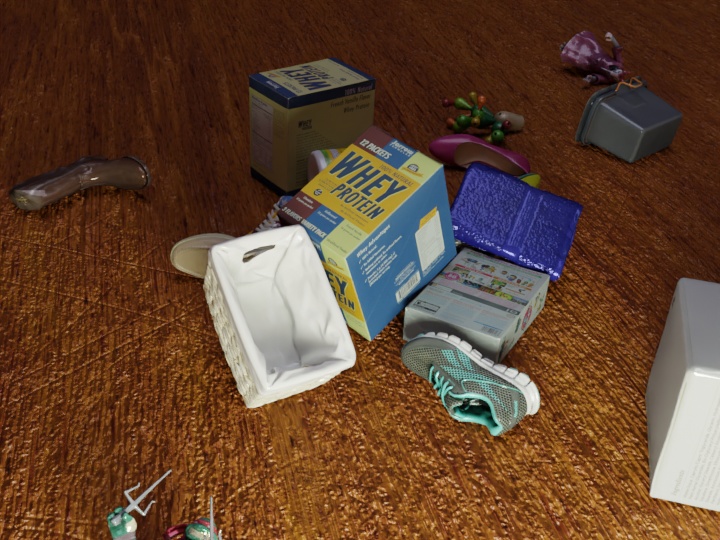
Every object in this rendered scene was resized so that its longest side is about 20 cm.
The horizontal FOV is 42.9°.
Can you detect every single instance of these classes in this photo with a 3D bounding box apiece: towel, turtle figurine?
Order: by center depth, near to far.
[{"bbox_3d":[-0.185,0.297,0.889,0.149,0.101,0.201,2,44,26],"label":"turtle figurine"},{"bbox_3d":[0.240,-0.076,1.447,0.199,0.050,0.148,24,62,4],"label":"towel"}]

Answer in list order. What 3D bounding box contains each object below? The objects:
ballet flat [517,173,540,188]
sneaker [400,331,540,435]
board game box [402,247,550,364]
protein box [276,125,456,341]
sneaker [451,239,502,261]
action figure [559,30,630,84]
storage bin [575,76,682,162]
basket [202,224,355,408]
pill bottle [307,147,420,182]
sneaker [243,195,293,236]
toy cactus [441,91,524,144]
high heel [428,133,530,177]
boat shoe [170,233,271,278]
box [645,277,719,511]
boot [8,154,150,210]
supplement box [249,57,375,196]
[{"bbox_3d":[0.259,-0.116,1.642,0.199,0.067,0.067,-20,59,-28],"label":"ballet flat"},{"bbox_3d":[0.128,0.147,1.185,0.199,0.078,0.091,22,40,30],"label":"sneaker"},{"bbox_3d":[0.173,0.053,1.348,0.147,0.065,0.200,20,37,24],"label":"board game box"},{"bbox_3d":[0.016,-0.051,1.295,0.135,0.201,0.199,34,67,31],"label":"protein box"},{"bbox_3d":[0.203,-0.044,1.506,0.198,0.079,0.090,-5,-9,-9],"label":"sneaker"},{"bbox_3d":[0.599,-0.516,2.308,0.200,0.134,0.149,46,8,33],"label":"action figure"},{"bbox_3d":[0.577,-0.317,1.926,0.199,0.146,0.134,-24,51,-36],"label":"storage bin"},{"bbox_3d":[-0.112,0.064,1.174,0.135,0.123,0.201,-15,72,-26],"label":"basket"},{"bbox_3d":[0.012,-0.167,1.644,0.199,0.112,0.111,-7,33,-15],"label":"pill bottle"},{"bbox_3d":[-0.137,-0.076,1.503,0.075,0.091,0.199,27,38,34],"label":"sneaker"},{"bbox_3d":[0.276,-0.331,1.968,0.164,0.103,0.200,-2,22,-26],"label":"toy cactus"},{"bbox_3d":[0.232,-0.216,1.788,0.199,0.068,0.096,15,21,-5],"label":"high heel"},{"bbox_3d":[-0.196,-0.007,1.410,0.198,0.073,0.065,8,30,-3],"label":"boat shoe"},{"bbox_3d":[0.443,0.151,1.082,0.170,0.201,0.199,11,33,9],"label":"box"},{"bbox_3d":[-0.497,-0.149,1.615,0.185,0.065,0.200,9,26,36],"label":"boot"},{"bbox_3d":[-0.092,-0.268,1.714,0.199,0.201,0.134,-20,39,-33],"label":"supplement box"}]
